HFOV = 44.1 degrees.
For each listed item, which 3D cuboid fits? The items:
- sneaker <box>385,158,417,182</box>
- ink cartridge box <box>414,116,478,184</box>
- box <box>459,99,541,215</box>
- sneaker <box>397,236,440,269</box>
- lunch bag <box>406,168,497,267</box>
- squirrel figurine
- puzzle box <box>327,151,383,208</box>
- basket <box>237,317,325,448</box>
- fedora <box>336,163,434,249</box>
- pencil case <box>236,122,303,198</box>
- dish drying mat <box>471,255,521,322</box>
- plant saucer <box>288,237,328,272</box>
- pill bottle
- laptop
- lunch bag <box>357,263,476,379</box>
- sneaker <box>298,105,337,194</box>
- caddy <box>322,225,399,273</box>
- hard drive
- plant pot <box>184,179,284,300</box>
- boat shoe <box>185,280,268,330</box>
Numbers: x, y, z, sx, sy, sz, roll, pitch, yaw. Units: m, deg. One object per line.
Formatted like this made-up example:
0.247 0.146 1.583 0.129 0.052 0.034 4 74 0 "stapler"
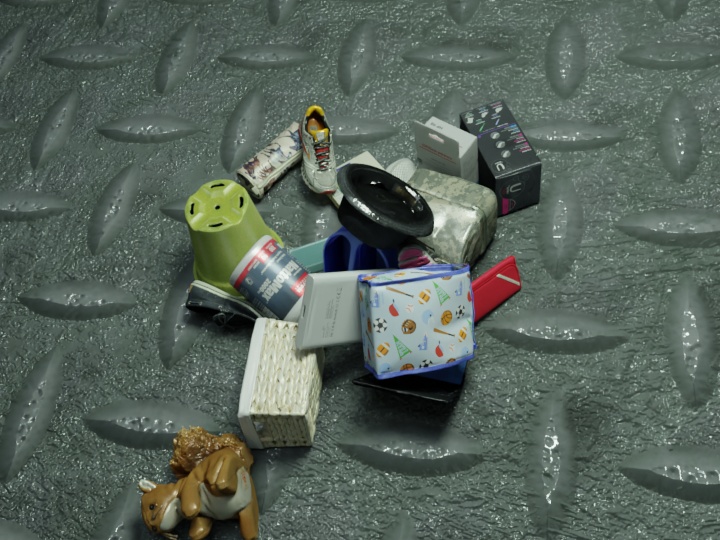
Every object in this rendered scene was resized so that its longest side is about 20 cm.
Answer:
0.046 -0.163 1.815 0.081 0.075 0.200 -15 21 43 "sneaker"
0.177 -0.229 1.805 0.115 0.202 0.067 30 62 28 "ink cartridge box"
0.286 -0.234 1.838 0.104 0.123 0.202 -18 52 -5 "box"
0.130 0.007 1.657 0.073 0.200 0.088 -33 34 16 "sneaker"
0.151 -0.085 1.741 0.197 0.141 0.169 22 54 23 "lunch bag"
-0.279 0.366 1.515 0.183 0.143 0.202 -17 38 10 "squirrel figurine"
0.009 -0.165 1.887 0.131 0.026 0.201 -28 49 -11 "puzzle box"
-0.136 0.204 1.589 0.120 0.137 0.203 3 54 7 "basket"
0.031 -0.100 1.576 0.197 0.092 0.202 23 32 -16 "fedora"
-0.183 -0.241 1.954 0.200 0.079 0.089 -44 33 -22 "pencil case"
0.223 0.052 1.657 0.198 0.078 0.018 -33 34 -25 "dish drying mat"
-0.055 -0.043 1.826 0.196 0.019 0.071 -19 53 -2 "plant saucer"
-0.139 0.041 1.681 0.199 0.120 0.120 40 65 1 "pill bottle"
0.099 0.160 1.594 0.173 0.200 0.106 9 92 17 "laptop"
0.102 0.082 1.534 0.195 0.174 0.124 -8 11 -13 "lunch bag"
-0.092 -0.256 1.888 0.076 0.082 0.204 -10 71 -14 "sneaker"
0.000 0.000 1.680 0.139 0.203 0.105 16 40 20 "caddy"
-0.019 0.066 1.570 0.197 0.135 0.026 -4 24 -39 "hard drive"
-0.265 -0.073 1.780 0.196 0.186 0.204 -5 52 7 "plant pot"
-0.257 0.082 1.736 0.197 0.075 0.063 22 71 18 "boat shoe"
